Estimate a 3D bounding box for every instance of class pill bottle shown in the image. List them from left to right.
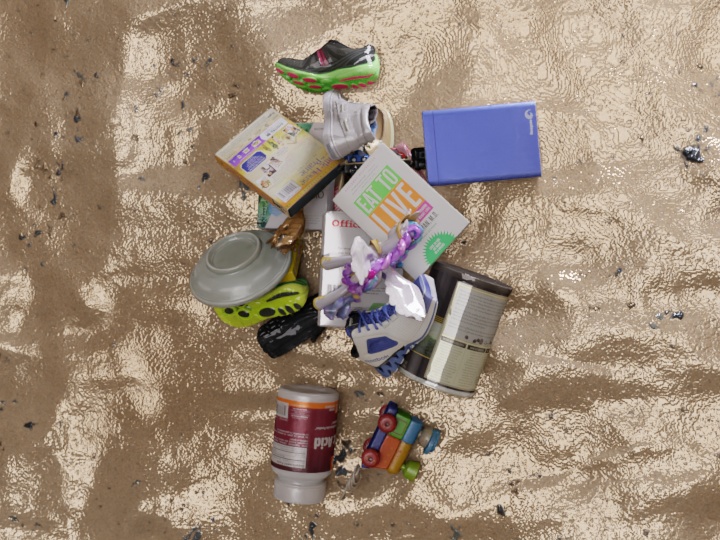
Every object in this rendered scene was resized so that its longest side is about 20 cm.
[{"bbox_3d":[-0.103,0.315,1.716,0.113,0.114,0.201,6,92,15],"label":"pill bottle"}]

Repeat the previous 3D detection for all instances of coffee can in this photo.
[{"bbox_3d":[0.162,0.100,1.626,0.146,0.146,0.201,20,95,14],"label":"coffee can"}]

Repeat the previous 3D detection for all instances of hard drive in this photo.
[{"bbox_3d":[0.212,-0.222,1.652,0.199,0.025,0.133,-5,89,2],"label":"hard drive"}]

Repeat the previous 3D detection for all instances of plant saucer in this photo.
[{"bbox_3d":[-0.225,-0.018,1.716,0.199,0.201,0.050,-7,132,15],"label":"plant saucer"}]

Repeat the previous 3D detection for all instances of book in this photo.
[{"bbox_3d":[0.068,-0.099,1.592,0.200,0.048,0.134,43,96,7],"label":"book"}]

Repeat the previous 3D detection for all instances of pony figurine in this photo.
[{"bbox_3d":[0.016,0.002,1.509,0.200,0.194,0.166,-32,121,31],"label":"pony figurine"}]

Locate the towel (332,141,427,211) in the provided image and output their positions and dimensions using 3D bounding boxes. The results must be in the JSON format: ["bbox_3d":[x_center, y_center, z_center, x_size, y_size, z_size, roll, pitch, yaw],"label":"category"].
[{"bbox_3d":[0.032,-0.123,1.727,0.199,0.023,0.145,-32,81,13],"label":"towel"}]

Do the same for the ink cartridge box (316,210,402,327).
[{"bbox_3d":[0.000,0.000,1.662,0.145,0.084,0.201,3,90,-4],"label":"ink cartridge box"}]

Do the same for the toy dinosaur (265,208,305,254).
[{"bbox_3d":[-0.116,-0.086,1.687,0.060,0.201,0.106,27,129,-15],"label":"toy dinosaur"}]

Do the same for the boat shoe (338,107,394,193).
[{"bbox_3d":[0.008,-0.205,1.694,0.074,0.066,0.201,8,80,26],"label":"boat shoe"}]

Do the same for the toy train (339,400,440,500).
[{"bbox_3d":[0.055,0.349,1.696,0.115,0.085,0.201,25,97,0],"label":"toy train"}]

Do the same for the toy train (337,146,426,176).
[{"bbox_3d":[0.054,-0.195,1.660,0.199,0.034,0.046,-7,95,-21],"label":"toy train"}]

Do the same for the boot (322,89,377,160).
[{"bbox_3d":[-0.013,-0.270,1.667,0.095,0.201,0.074,-19,128,14],"label":"boot"}]

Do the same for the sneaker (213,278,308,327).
[{"bbox_3d":[-0.184,0.056,1.757,0.199,0.084,0.074,-8,109,20],"label":"sneaker"}]

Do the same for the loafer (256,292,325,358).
[{"bbox_3d":[-0.095,0.098,1.745,0.200,0.068,0.071,-28,121,5],"label":"loafer"}]

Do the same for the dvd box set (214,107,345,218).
[{"bbox_3d":[-0.143,-0.196,1.682,0.200,0.029,0.146,36,70,27],"label":"dvd box set"}]

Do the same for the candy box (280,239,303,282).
[{"bbox_3d":[-0.209,-0.007,1.757,0.199,0.102,0.027,-9,127,15],"label":"candy box"}]

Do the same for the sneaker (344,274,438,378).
[{"bbox_3d":[0.039,0.090,1.568,0.115,0.081,0.200,20,122,-20],"label":"sneaker"}]

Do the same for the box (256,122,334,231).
[{"bbox_3d":[-0.118,-0.175,1.752,0.144,0.036,0.201,2,87,20],"label":"box"}]

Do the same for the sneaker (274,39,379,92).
[{"bbox_3d":[-0.059,-0.380,1.734,0.199,0.077,0.084,1,72,13],"label":"sneaker"}]
